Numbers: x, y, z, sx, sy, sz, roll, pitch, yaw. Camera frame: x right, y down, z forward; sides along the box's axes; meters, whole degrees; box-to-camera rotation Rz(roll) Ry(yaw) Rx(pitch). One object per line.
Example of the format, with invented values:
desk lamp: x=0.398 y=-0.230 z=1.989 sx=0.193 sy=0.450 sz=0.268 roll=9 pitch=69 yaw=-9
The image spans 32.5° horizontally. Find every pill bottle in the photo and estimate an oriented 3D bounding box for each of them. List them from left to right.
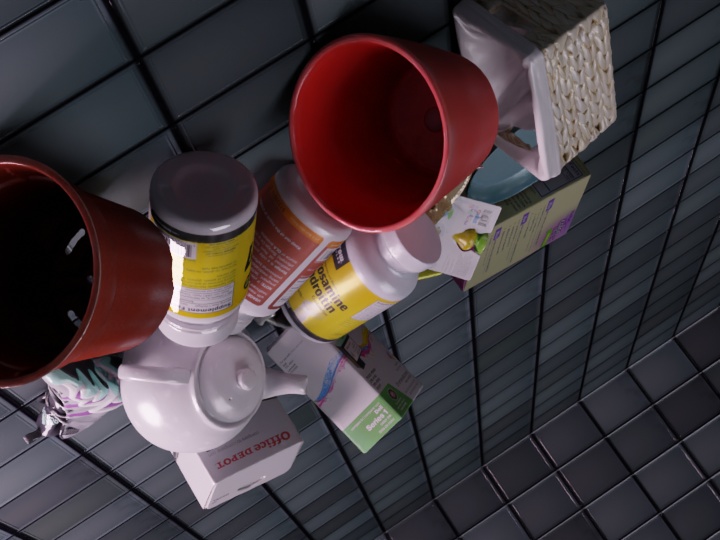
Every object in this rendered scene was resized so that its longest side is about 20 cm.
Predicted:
pill bottle: x=-0.171 y=-0.018 z=1.315 sx=0.113 sy=0.114 sz=0.201 roll=-23 pitch=146 yaw=-28
pill bottle: x=-0.111 y=-0.020 z=1.446 sx=0.200 sy=0.113 sz=0.112 roll=-45 pitch=157 yaw=24
pill bottle: x=0.000 y=0.000 z=1.486 sx=0.199 sy=0.113 sz=0.111 roll=-33 pitch=163 yaw=37

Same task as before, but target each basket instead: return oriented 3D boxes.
basket: x=0.202 y=-0.227 z=1.394 sx=0.123 sy=0.136 sz=0.201 roll=-36 pitch=142 yaw=-14

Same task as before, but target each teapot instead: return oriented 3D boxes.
teapot: x=-0.188 y=0.131 z=1.506 sx=0.145 sy=0.199 sz=0.200 roll=-2 pitch=-144 yaw=42

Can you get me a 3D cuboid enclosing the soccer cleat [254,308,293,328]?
soccer cleat: x=-0.093 y=0.043 z=1.637 sx=0.070 sy=0.087 sz=0.199 roll=-44 pitch=157 yaw=24

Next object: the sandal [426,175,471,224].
sandal: x=0.078 y=-0.071 z=1.505 sx=0.077 sy=0.070 sz=0.212 roll=21 pitch=128 yaw=-20

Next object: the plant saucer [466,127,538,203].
plant saucer: x=0.217 y=-0.161 z=1.627 sx=0.199 sy=0.028 sz=0.201 roll=-29 pitch=160 yaw=-12

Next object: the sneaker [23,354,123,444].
sneaker: x=-0.364 y=0.162 z=1.497 sx=0.139 sy=0.078 sz=0.200 roll=-38 pitch=158 yaw=7

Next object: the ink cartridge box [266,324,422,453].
ink cartridge box: x=-0.020 y=0.139 z=1.745 sx=0.084 sy=0.200 sz=0.145 roll=-45 pitch=179 yaw=20

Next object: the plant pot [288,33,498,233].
plant pot: x=0.049 y=-0.155 z=1.317 sx=0.201 sy=0.201 sz=0.177 roll=-48 pitch=166 yaw=31

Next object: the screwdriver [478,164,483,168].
screwdriver: x=0.074 y=-0.126 z=1.454 sx=0.199 sy=0.028 sz=0.029 roll=2 pitch=-144 yaw=45

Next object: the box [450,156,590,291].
box: x=0.215 y=-0.088 z=1.809 sx=0.199 sy=0.097 sz=0.176 roll=-28 pitch=157 yaw=-16

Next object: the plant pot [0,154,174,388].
plant pot: x=-0.283 y=0.005 z=1.159 sx=0.200 sy=0.202 sz=0.195 roll=-40 pitch=167 yaw=13

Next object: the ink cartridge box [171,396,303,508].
ink cartridge box: x=-0.189 y=0.194 z=1.653 sx=0.144 sy=0.201 sz=0.084 roll=-22 pitch=156 yaw=-30

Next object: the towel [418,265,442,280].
towel: x=0.005 y=-0.014 z=1.612 sx=0.198 sy=0.087 sz=0.018 roll=-13 pitch=176 yaw=-16

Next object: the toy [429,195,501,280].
toy: x=0.069 y=-0.067 z=1.592 sx=0.198 sy=0.047 sz=0.116 roll=16 pitch=119 yaw=-10
